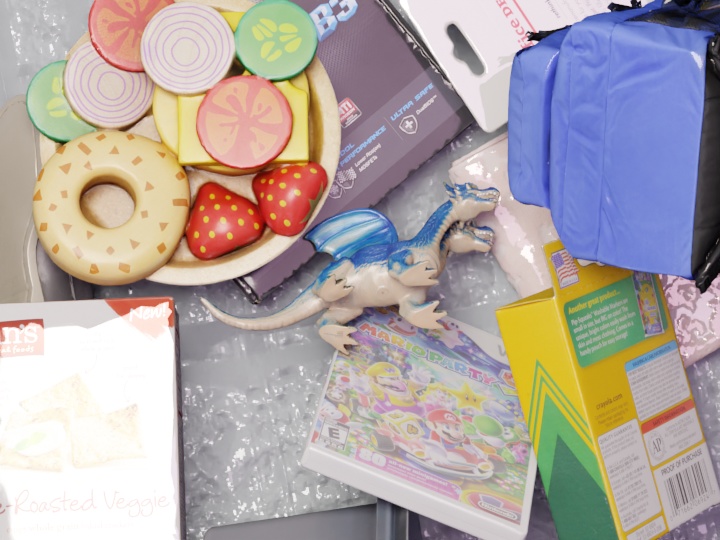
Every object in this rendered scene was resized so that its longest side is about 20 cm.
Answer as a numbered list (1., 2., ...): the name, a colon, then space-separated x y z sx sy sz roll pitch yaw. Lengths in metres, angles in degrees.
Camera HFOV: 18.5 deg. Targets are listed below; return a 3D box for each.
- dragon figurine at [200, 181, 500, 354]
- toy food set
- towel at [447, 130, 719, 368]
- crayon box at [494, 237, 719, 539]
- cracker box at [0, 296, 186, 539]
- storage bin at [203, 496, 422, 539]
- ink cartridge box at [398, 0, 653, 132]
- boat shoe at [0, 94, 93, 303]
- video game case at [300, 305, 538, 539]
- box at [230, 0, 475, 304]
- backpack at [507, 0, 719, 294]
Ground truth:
1. dragon figurine: 0.000 0.000 1.423 0.199 0.100 0.059 -15 119 3
2. toy food set: -0.112 -0.089 1.402 0.199 0.049 0.199 -2 80 1
3. towel: 0.187 -0.029 1.486 0.191 0.032 0.200 -30 90 -4
4. crayon box: 0.155 0.072 1.406 0.051 0.126 0.201 -13 94 39
5. cracker box: -0.176 0.120 1.363 0.134 0.058 0.201 -3 77 -2
6. storage bin: -0.024 0.227 1.394 0.134 0.200 0.146 -3 46 5
7. ink cartridge box: 0.131 -0.187 1.468 0.200 0.067 0.116 -34 92 -4
8. boat shoe: -0.208 -0.014 1.456 0.063 0.073 0.201 4 80 -46
9. video game case: 0.046 0.088 1.401 0.143 0.200 0.018 22 121 -3
10. box: -0.058 -0.114 1.464 0.200 0.050 0.199 -39 92 -5
11. backpack: 0.196 -0.101 1.376 0.168 0.200 0.163 19 115 31
